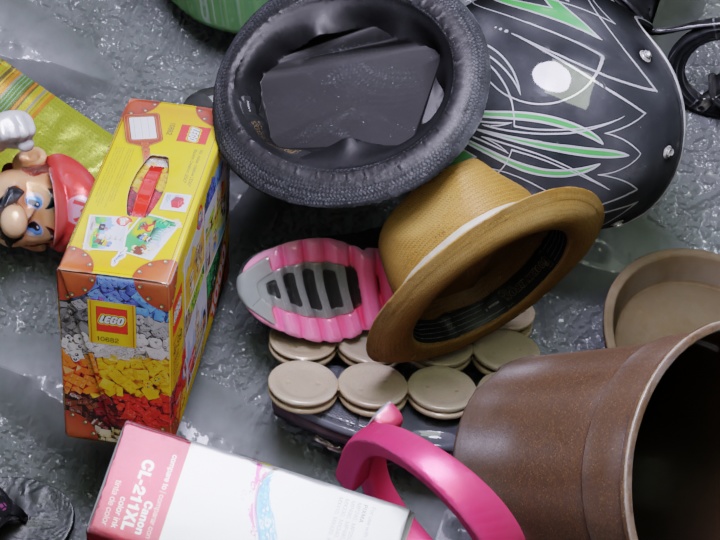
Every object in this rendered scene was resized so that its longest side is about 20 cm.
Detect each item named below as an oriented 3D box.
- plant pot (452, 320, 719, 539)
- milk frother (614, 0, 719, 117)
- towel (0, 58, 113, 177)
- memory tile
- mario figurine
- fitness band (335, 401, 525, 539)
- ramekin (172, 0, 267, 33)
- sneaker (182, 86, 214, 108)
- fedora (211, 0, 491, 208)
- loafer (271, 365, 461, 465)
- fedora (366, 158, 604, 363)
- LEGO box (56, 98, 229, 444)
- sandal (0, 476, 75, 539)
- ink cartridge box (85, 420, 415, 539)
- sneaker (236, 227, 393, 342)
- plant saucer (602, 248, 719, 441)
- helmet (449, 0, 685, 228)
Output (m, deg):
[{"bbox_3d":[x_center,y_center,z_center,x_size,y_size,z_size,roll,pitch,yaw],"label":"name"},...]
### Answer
[{"bbox_3d":[0.178,0.134,1.448,0.200,0.198,0.201,2,87,-37],"label":"plant pot"},{"bbox_3d":[0.247,-0.244,1.748,0.200,0.180,0.189,44,57,-34],"label":"milk frother"},{"bbox_3d":[-0.236,-0.091,1.657,0.200,0.018,0.086,33,65,9],"label":"towel"},{"bbox_3d":[0.032,0.058,1.584,0.199,0.017,0.154,3,35,-5],"label":"memory tile"},{"bbox_3d":[-0.284,-0.047,1.568,0.199,0.124,0.106,3,59,4],"label":"mario figurine"},{"bbox_3d":[0.046,0.164,1.466,0.037,0.200,0.144,-39,78,-19],"label":"fitness band"},{"bbox_3d":[-0.073,-0.273,1.699,0.199,0.098,0.201,-1,47,1],"label":"ramekin"},{"bbox_3d":[-0.047,-0.148,1.687,0.199,0.075,0.116,0,58,-19],"label":"sneaker"},{"bbox_3d":[0.002,-0.113,1.515,0.200,0.092,0.201,-7,67,16],"label":"fedora"},{"bbox_3d":[0.030,0.121,1.564,0.199,0.063,0.072,11,34,6],"label":"loafer"},{"bbox_3d":[0.071,-0.016,1.503,0.200,0.201,0.082,-25,69,-18],"label":"fedora"},{"bbox_3d":[-0.146,0.000,1.509,0.077,0.149,0.200,7,39,5],"label":"LEGO box"},{"bbox_3d":[-0.297,0.171,1.502,0.199,0.048,0.076,2,63,-6],"label":"sandal"},{"bbox_3d":[-0.076,0.186,1.468,0.199,0.146,0.083,17,66,2],"label":"ink cartridge box"},{"bbox_3d":[0.000,0.000,1.602,0.199,0.095,0.079,-6,105,-19],"label":"sneaker"},{"bbox_3d":[0.264,0.070,1.609,0.199,0.030,0.201,14,49,-16],"label":"plant saucer"},{"bbox_3d":[0.135,-0.115,1.600,0.199,0.201,0.191,15,20,0],"label":"helmet"}]
